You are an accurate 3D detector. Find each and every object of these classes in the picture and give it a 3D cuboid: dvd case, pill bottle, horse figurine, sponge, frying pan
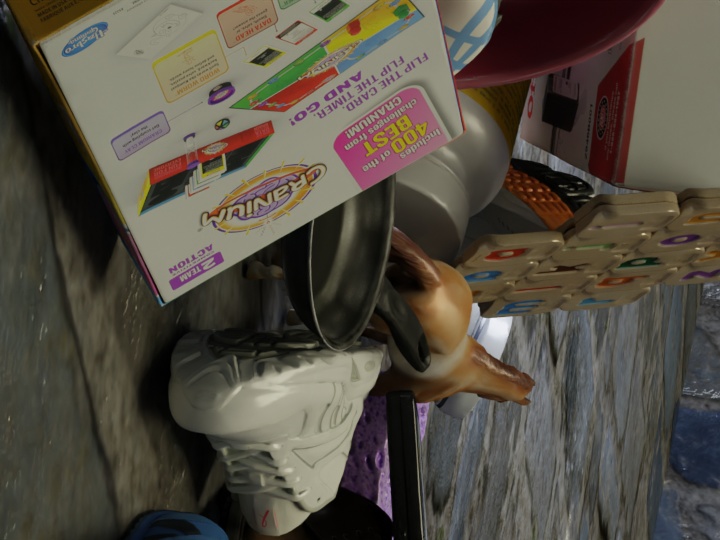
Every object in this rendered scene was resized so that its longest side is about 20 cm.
[{"bbox_3d":[0.027,0.145,1.274,0.200,0.017,0.144,73,13,-81],"label":"dvd case"},{"bbox_3d":[0.035,-0.099,1.292,0.113,0.112,0.201,81,20,-50],"label":"pill bottle"},{"bbox_3d":[0.017,0.025,1.233,0.200,0.132,0.050,74,28,-58],"label":"horse figurine"},{"bbox_3d":[0.008,0.165,1.493,0.112,0.030,0.202,33,64,-75],"label":"sponge"},{"bbox_3d":[0.002,-0.017,1.108,0.190,0.031,0.116,22,76,-72],"label":"frying pan"}]

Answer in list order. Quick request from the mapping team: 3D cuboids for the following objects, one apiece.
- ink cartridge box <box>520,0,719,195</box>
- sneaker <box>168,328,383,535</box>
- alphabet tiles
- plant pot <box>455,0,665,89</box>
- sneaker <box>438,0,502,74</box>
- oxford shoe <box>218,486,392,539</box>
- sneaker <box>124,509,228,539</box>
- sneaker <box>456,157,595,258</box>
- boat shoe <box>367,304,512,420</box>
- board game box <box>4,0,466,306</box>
[{"bbox_3d":[0.158,-0.126,1.300,0.200,0.083,0.145,-134,-130,-76],"label":"ink cartridge box"},{"bbox_3d":[-0.039,0.080,1.132,0.200,0.077,0.100,7,91,-71],"label":"sneaker"},{"bbox_3d":[0.136,-0.009,1.264,0.200,0.194,0.015,134,-52,-68],"label":"alphabet tiles"},{"bbox_3d":[0.050,-0.215,1.170,0.200,0.198,0.180,68,16,-64],"label":"plant pot"},{"bbox_3d":[0.003,-0.100,1.095,0.072,0.072,0.200,-40,176,-34],"label":"sneaker"},{"bbox_3d":[-0.027,0.146,1.222,0.200,0.084,0.073,-30,127,-72],"label":"oxford shoe"},{"bbox_3d":[-0.076,0.146,1.025,0.200,0.078,0.066,-5,100,-78],"label":"sneaker"},{"bbox_3d":[0.068,-0.024,1.378,0.200,0.075,0.093,30,-69,58],"label":"sneaker"},{"bbox_3d":[0.043,0.017,1.472,0.075,0.086,0.202,-59,-169,27],"label":"boat shoe"},{"bbox_3d":[-0.043,-0.082,0.913,0.040,0.152,0.200,56,-8,29],"label":"board game box"}]
